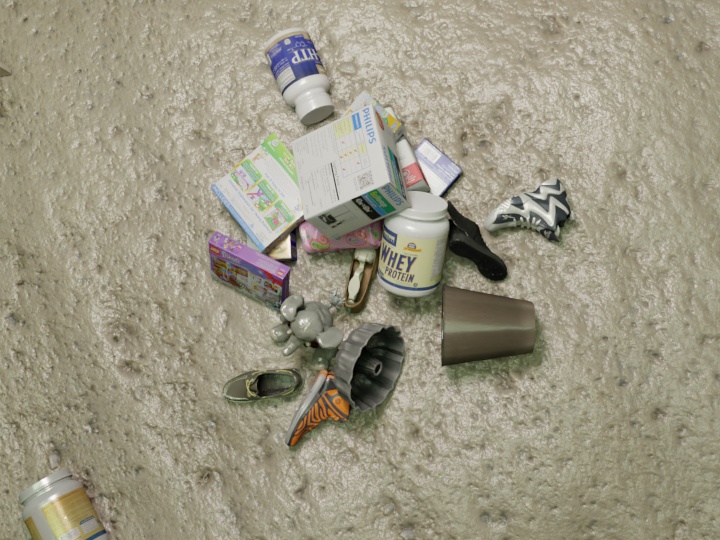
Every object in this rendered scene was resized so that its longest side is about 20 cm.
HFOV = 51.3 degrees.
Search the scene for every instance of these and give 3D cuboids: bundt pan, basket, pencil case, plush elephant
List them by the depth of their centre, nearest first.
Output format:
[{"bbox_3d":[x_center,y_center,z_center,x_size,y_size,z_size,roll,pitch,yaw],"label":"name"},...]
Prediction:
[{"bbox_3d":[0.277,0.124,1.650,0.197,0.136,0.183,2,79,5],"label":"basket"},{"bbox_3d":[0.010,0.205,1.656,0.075,0.201,0.204,20,87,33],"label":"bundt pan"},{"bbox_3d":[-0.120,0.134,1.672,0.164,0.155,0.201,39,109,9],"label":"plush elephant"},{"bbox_3d":[-0.043,-0.083,1.714,0.198,0.087,0.089,-6,83,26],"label":"pencil case"}]

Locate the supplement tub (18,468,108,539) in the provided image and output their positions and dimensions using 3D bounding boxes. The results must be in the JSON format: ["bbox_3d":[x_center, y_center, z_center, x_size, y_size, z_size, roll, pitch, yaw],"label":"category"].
[{"bbox_3d":[-0.690,0.581,1.740,0.144,0.145,0.201,-32,81,4],"label":"supplement tub"}]

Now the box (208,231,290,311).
[{"bbox_3d":[-0.258,0.004,1.740,0.198,0.137,0.039,26,55,10],"label":"box"}]

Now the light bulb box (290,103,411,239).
[{"bbox_3d":[-0.021,-0.204,1.572,0.198,0.125,0.200,-21,64,19],"label":"light bulb box"}]

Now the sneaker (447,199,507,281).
[{"bbox_3d":[0.256,-0.066,1.698,0.199,0.105,0.060,33,130,-21],"label":"sneaker"}]

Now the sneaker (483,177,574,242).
[{"bbox_3d":[0.386,-0.107,1.679,0.197,0.080,0.131,-25,73,-5],"label":"sneaker"}]

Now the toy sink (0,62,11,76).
[{"bbox_3d":[-1.013,-0.565,1.913,0.197,0.130,0.114,-4,83,9],"label":"toy sink"}]

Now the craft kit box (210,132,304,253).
[{"bbox_3d":[-0.210,-0.179,1.734,0.197,0.049,0.201,-40,80,4],"label":"craft kit box"}]

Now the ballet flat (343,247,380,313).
[{"bbox_3d":[0.000,0.000,1.731,0.067,0.072,0.202,16,87,10],"label":"ballet flat"}]

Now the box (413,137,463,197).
[{"bbox_3d":[0.130,-0.194,1.751,0.121,0.032,0.200,42,91,11],"label":"box"}]

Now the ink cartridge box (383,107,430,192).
[{"bbox_3d":[0.054,-0.247,1.716,0.143,0.084,0.202,-26,70,13],"label":"ink cartridge box"}]

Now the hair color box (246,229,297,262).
[{"bbox_3d":[-0.213,-0.120,1.781,0.108,0.065,0.203,-5,85,7],"label":"hair color box"}]

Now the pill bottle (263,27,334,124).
[{"bbox_3d":[-0.140,-0.455,1.774,0.119,0.120,0.202,-25,82,5],"label":"pill bottle"}]

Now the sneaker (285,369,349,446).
[{"bbox_3d":[-0.088,0.334,1.710,0.111,0.078,0.201,30,103,-4],"label":"sneaker"}]

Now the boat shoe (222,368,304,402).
[{"bbox_3d":[-0.232,0.266,1.745,0.199,0.060,0.073,-10,83,7],"label":"boat shoe"}]

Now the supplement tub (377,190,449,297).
[{"bbox_3d":[0.117,-0.059,1.648,0.143,0.145,0.202,11,116,9],"label":"supplement tub"}]

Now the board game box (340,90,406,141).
[{"bbox_3d":[-0.011,-0.284,1.684,0.200,0.034,0.134,-49,64,8],"label":"board game box"}]
